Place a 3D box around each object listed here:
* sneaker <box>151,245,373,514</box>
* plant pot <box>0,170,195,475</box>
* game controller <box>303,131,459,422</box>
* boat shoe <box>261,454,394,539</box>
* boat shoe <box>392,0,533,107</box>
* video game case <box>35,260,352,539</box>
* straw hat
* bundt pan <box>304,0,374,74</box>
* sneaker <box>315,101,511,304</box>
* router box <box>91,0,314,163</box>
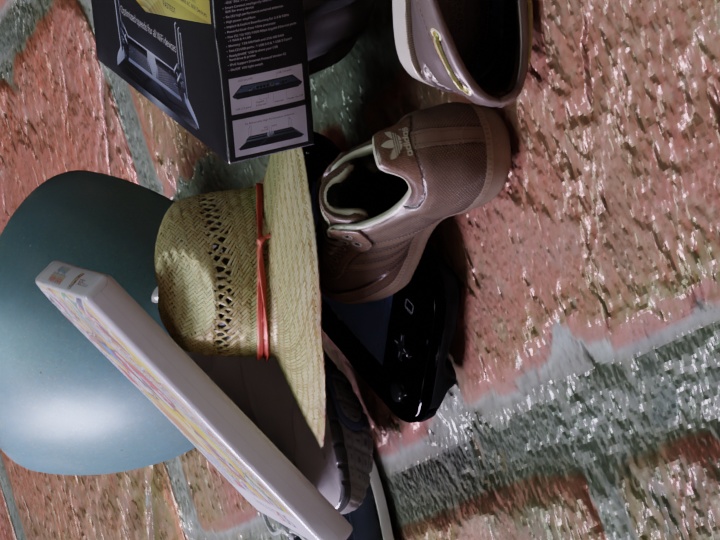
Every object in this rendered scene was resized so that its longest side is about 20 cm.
[{"bbox_3d":[-0.057,0.067,1.670,0.200,0.087,0.075,63,-171,27],"label":"sneaker"},{"bbox_3d":[-0.136,0.042,1.784,0.135,0.200,0.200,9,117,29],"label":"plant pot"},{"bbox_3d":[0.000,0.000,1.574,0.200,0.042,0.104,47,146,49],"label":"game controller"},{"bbox_3d":[-0.017,0.166,1.698,0.075,0.062,0.200,141,113,-69],"label":"boat shoe"},{"bbox_3d":[0.044,-0.172,1.311,0.060,0.072,0.200,35,139,51],"label":"boat shoe"},{"bbox_3d":[-0.099,0.074,1.579,0.200,0.023,0.182,47,171,-12],"label":"video game case"},{"bbox_3d":[-0.071,0.001,1.520,0.201,0.085,0.201,176,90,-85],"label":"straw hat"},{"bbox_3d":[-0.049,-0.198,1.515,0.202,0.076,0.202,165,90,-70],"label":"bundt pan"},{"bbox_3d":[0.003,-0.038,1.458,0.200,0.076,0.070,-43,53,55],"label":"sneaker"},{"bbox_3d":[-0.092,-0.163,1.470,0.200,0.052,0.157,-141,42,-57],"label":"router box"}]
